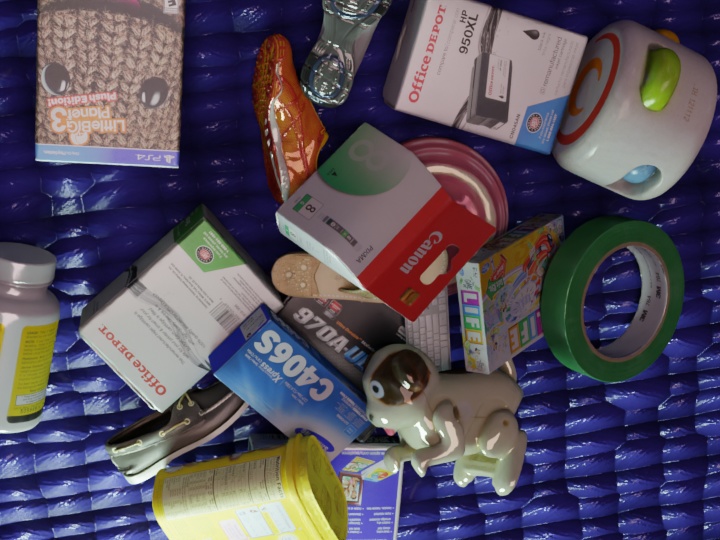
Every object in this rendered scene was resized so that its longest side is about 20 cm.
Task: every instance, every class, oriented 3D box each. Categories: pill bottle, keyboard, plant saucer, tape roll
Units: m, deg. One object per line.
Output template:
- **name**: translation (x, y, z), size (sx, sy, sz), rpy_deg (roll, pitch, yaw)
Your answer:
- **pill bottle**: translation (-0.407, 0.075, 1.434), size (0.110, 0.111, 0.202), rpy_deg (11, 104, -12)
- **keyboard**: translation (0.082, 0.085, 1.519), size (0.056, 0.011, 0.202), rpy_deg (-7, 110, -9)
- **plant saucer**: translation (0.086, -0.059, 1.508), size (0.198, 0.051, 0.202), rpy_deg (-2, 105, -8)
- **tape roll**: translation (0.312, 0.035, 1.534), size (0.199, 0.048, 0.202), rpy_deg (-8, 105, -31)

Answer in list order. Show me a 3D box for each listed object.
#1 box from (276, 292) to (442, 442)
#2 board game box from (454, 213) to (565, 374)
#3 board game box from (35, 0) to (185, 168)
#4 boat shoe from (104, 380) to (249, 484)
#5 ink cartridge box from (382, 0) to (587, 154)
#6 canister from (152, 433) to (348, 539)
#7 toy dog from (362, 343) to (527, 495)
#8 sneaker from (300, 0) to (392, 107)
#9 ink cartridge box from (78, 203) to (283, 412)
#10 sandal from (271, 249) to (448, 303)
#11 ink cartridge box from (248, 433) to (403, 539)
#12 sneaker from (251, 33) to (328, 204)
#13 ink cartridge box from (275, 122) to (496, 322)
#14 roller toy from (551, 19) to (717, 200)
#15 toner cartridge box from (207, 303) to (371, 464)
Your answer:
- **box**: translation (-0.023, 0.092, 1.533), size (0.200, 0.046, 0.159), rpy_deg (39, 96, -18)
- **board game box**: translation (0.186, 0.024, 1.489), size (0.199, 0.034, 0.136), rpy_deg (-28, 116, -48)
- **board game box**: translation (-0.276, -0.224, 1.379), size (0.158, 0.097, 0.202), rpy_deg (1, 105, -9)
- **boat shoe**: translation (-0.218, 0.182, 1.514), size (0.201, 0.072, 0.060), rpy_deg (-34, 113, 5)
- **ink cartridge box**: translation (0.142, -0.234, 1.450), size (0.198, 0.084, 0.146), rpy_deg (14, 102, -12)
- **canister**: translation (-0.131, 0.279, 1.488), size (0.198, 0.087, 0.149), rpy_deg (-13, 131, 13)
- **toy dog**: translation (0.094, 0.158, 1.471), size (0.199, 0.139, 0.195), rpy_deg (24, 86, -23)
- **sneaker**: translation (-0.011, -0.284, 1.392), size (0.074, 0.087, 0.201), rpy_deg (27, 120, -3)
- **ink cartridge box**: translation (-0.213, 0.044, 1.471), size (0.200, 0.083, 0.147), rpy_deg (-40, 108, 3)
- **sandal**: translation (0.000, 0.006, 1.443), size (0.210, 0.070, 0.078), rpy_deg (-4, 98, 0)
- **ink cartridge box**: translation (-0.049, 0.308, 1.591), size (0.196, 0.043, 0.202), rpy_deg (2, 103, -9)
- **sneaker**: translation (-0.080, -0.177, 1.448), size (0.077, 0.073, 0.202), rpy_deg (-16, 115, -21)
- **ink cartridge box**: translation (0.029, -0.058, 1.404), size (0.199, 0.050, 0.161), rpy_deg (34, 66, 24)
- **roller toy**: translation (0.318, -0.183, 1.443), size (0.139, 0.200, 0.183), rpy_deg (22, 114, -15)
- **toner cartridge box**: translation (-0.078, 0.138, 1.473), size (0.095, 0.043, 0.200), rpy_deg (-43, 119, 7)
